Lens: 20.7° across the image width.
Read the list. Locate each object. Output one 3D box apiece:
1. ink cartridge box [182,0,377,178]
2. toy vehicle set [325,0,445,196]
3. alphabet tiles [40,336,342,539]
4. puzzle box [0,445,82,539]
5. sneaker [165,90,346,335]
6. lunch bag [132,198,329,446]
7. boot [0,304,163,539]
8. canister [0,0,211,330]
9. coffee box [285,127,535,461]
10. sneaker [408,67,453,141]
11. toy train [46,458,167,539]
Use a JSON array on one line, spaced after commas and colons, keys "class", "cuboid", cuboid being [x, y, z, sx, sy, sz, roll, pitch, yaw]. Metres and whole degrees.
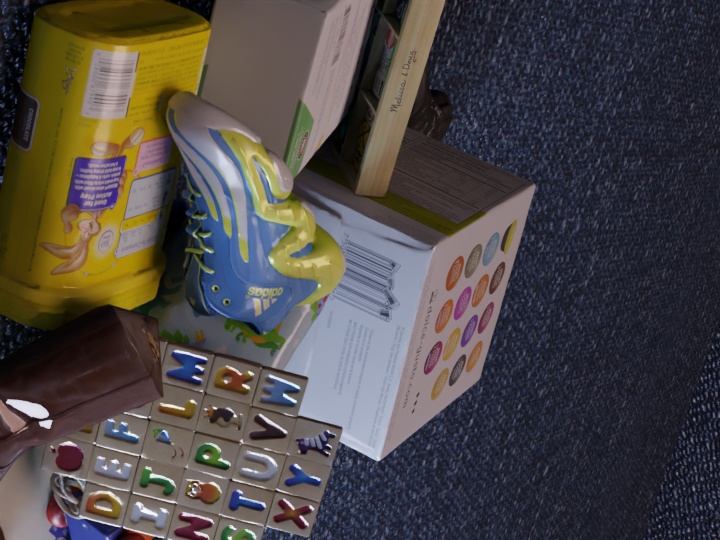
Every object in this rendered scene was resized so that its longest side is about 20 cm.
[{"class": "ink cartridge box", "cuboid": [-0.053, -0.161, 1.448, 0.200, 0.087, 0.146, -54, 161, -64]}, {"class": "toy vehicle set", "cuboid": [0.017, -0.175, 1.547, 0.026, 0.124, 0.201, 6, 118, -22]}, {"class": "alphabet tiles", "cuboid": [-0.120, 0.125, 1.380, 0.006, 0.199, 0.167, -82, -172, -59]}, {"class": "puzzle box", "cuboid": [-0.246, 0.176, 1.505, 0.133, 0.025, 0.200, -59, 158, -17]}, {"class": "sneaker", "cuboid": [-0.088, -0.026, 1.327, 0.105, 0.076, 0.200, -49, 130, -11]}, {"class": "lunch bag", "cuboid": [-0.126, 0.038, 1.479, 0.170, 0.127, 0.200, -57, -165, -19]}, {"class": "boot", "cuboid": [-0.207, 0.113, 1.329, 0.199, 0.064, 0.187, -27, 143, -3]}, {"class": "canister", "cuboid": [-0.176, -0.076, 1.317, 0.148, 0.086, 0.201, -23, 133, -60]}, {"class": "coffee box", "cuboid": [0.000, 0.000, 1.649, 0.198, 0.199, 0.201, -31, 141, -56]}, {"class": "sneaker", "cuboid": [0.045, -0.146, 1.795, 0.104, 0.060, 0.200, -44, 156, -40]}, {"class": "toy train", "cuboid": [-0.173, 0.169, 1.500, 0.116, 0.084, 0.201, -43, 150, -29]}]
